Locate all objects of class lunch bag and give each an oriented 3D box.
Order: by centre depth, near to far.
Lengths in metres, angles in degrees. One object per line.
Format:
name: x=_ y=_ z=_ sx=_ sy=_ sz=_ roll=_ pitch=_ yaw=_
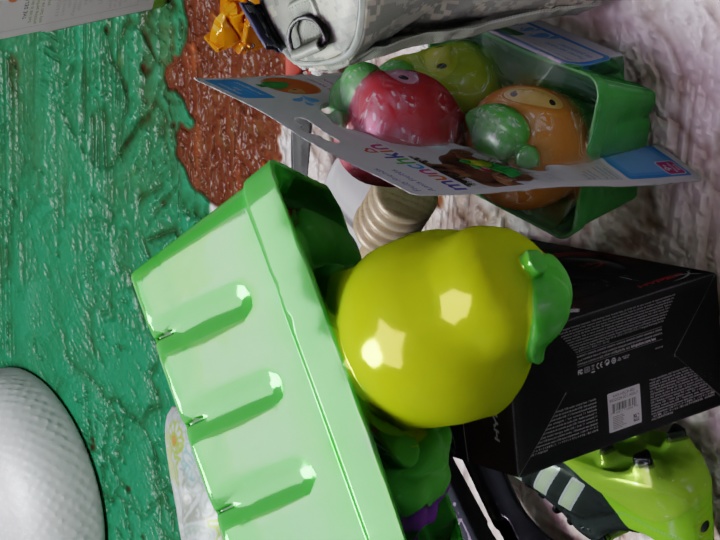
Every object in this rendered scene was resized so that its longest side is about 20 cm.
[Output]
lunch bag: x=0.031 y=-0.195 z=1.184 sx=0.139 sy=0.200 sz=0.168 roll=-17 pitch=89 yaw=56

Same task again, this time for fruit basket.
fruit basket: x=0.013 y=0.040 z=1.136 sx=0.215 sy=0.155 sz=0.216 roll=-1 pitch=85 yaw=13
fruit basket: x=0.046 y=-0.080 z=1.213 sx=0.185 sy=0.200 sz=0.094 roll=31 pitch=112 yaw=46

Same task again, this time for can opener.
can opener: x=0.070 y=0.142 z=1.388 sx=0.200 sy=0.063 sz=0.079 roll=61 pitch=144 yaw=18

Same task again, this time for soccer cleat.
soccer cleat: x=0.115 y=0.110 z=1.315 sx=0.200 sy=0.067 sz=0.081 roll=19 pitch=131 yaw=50

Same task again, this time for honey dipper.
honey dipper: x=0.000 y=0.000 z=1.372 sx=0.038 sy=0.038 sz=0.200 roll=62 pitch=155 yaw=17

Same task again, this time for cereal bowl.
cereal bowl: x=-0.289 y=0.182 z=1.895 sx=0.200 sy=0.083 sz=0.201 roll=28 pitch=126 yaw=47

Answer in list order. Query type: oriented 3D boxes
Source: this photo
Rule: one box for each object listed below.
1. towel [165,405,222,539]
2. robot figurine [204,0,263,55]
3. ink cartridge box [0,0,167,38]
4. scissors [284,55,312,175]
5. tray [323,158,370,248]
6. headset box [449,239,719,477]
towel: x=-0.059 y=0.180 z=1.600 sx=0.200 sy=0.048 sz=0.172 roll=8 pitch=110 yaw=53
robot figurine: x=-0.071 y=-0.238 z=1.433 sx=0.145 sy=0.058 sz=0.200 roll=44 pitch=136 yaw=33
ink cartridge box: x=-0.210 y=-0.229 z=1.508 sx=0.076 sy=0.200 sz=0.148 roll=48 pitch=138 yaw=32
scissors: x=-0.039 y=-0.113 z=1.439 sx=0.073 sy=0.014 sz=0.200 roll=23 pitch=125 yaw=4
tray: x=-0.027 y=0.040 z=1.482 sx=0.107 sy=0.022 sz=0.200 roll=46 pitch=124 yaw=33
headset box: x=0.071 y=0.038 z=1.269 sx=0.200 sy=0.148 sz=0.075 roll=13 pitch=113 yaw=52
